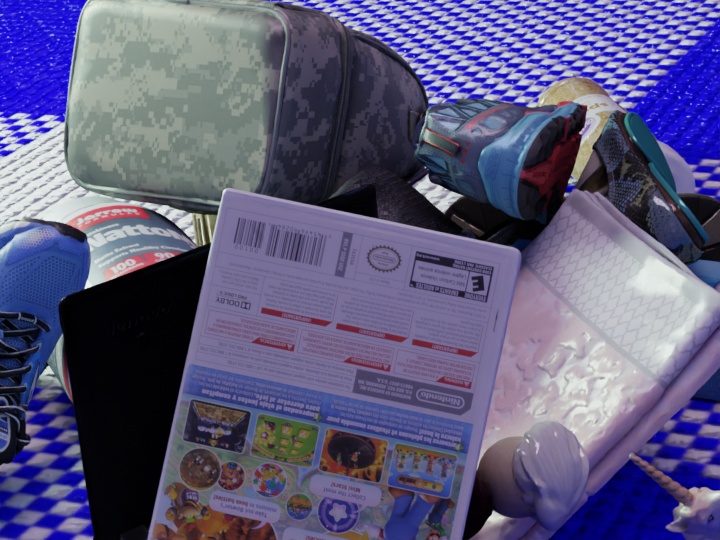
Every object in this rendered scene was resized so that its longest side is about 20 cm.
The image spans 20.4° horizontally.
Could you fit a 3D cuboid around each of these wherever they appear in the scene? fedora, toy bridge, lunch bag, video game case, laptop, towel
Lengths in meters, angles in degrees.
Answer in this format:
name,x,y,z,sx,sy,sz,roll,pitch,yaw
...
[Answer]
name,x,y,z,sx,sy,sz,roll,pitch,yaw
fedora,0.000,0.000,1.198,0.200,0.092,0.201,-39,-2,-1
toy bridge,-0.100,-0.014,1.399,0.027,0.068,0.200,-7,22,-5
lunch bag,-0.069,-0.103,1.306,0.199,0.140,0.167,8,5,37
video game case,-0.015,0.074,0.925,0.143,0.201,0.018,12,-3,5
laptop,-0.087,0.067,1.023,0.187,0.116,0.200,-21,-7,-34
towel,0.101,0.053,1.108,0.191,0.032,0.200,-45,28,2

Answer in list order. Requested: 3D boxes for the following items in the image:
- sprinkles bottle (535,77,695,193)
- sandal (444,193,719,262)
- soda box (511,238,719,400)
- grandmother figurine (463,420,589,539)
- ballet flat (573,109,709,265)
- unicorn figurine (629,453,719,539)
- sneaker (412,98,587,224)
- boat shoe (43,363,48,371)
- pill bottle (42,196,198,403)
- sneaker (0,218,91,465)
name,x,y,z,sx,sy,sz,roll,pitch,yaw
sprinkles bottle,0.188,-0.088,1.509,0.068,0.069,0.200,-9,22,-9
sandal,0.153,-0.016,1.352,0.200,0.080,0.057,1,5,-6
soda box,0.176,0.031,1.231,0.199,0.064,0.068,7,25,28
grandmother figurine,0.018,0.123,0.988,0.199,0.061,0.121,-18,-12,-5
ballet flat,0.166,-0.047,1.261,0.074,0.075,0.200,-4,19,2
unicorn figurine,0.248,0.115,1.021,0.137,0.074,0.200,0,7,37
sneaker,0.083,-0.080,1.230,0.095,0.080,0.200,19,4,11
boat shoe,-0.250,0.059,1.226,0.066,0.075,0.199,18,3,14
pill bottle,-0.145,0.024,1.247,0.119,0.120,0.200,-13,24,-19
sneaker,-0.204,0.062,1.124,0.078,0.200,0.089,18,21,-36
